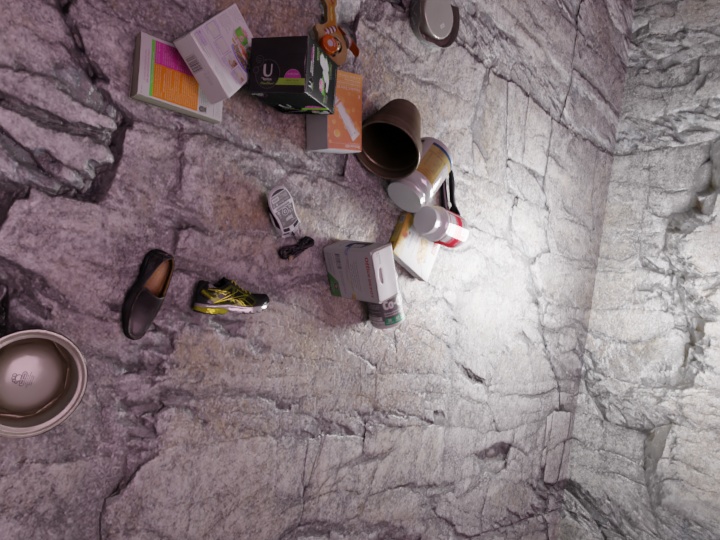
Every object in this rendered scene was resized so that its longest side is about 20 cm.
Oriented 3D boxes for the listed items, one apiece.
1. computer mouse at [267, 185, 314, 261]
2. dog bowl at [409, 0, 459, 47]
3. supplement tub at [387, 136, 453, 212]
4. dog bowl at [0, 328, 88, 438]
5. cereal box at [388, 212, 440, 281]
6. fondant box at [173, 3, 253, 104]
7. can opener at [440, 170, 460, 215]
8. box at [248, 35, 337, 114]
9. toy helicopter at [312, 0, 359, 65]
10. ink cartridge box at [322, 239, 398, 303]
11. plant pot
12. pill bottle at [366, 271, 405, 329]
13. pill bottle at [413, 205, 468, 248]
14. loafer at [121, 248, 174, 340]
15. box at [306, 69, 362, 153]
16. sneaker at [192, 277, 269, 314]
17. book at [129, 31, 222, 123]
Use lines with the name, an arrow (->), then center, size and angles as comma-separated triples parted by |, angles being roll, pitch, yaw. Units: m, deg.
computer mouse -> -0.194, -0.129, 1.402 | 0.109, 0.044, 0.203 | -36, 124, -29
dog bowl -> 0.233, -0.806, 1.702 | 0.198, 0.058, 0.204 | -7, 100, -42
supplement tub -> 0.184, -0.295, 1.662 | 0.201, 0.143, 0.145 | -54, 127, -23
dog bowl -> -0.629, 0.204, 1.013 | 0.198, 0.073, 0.205 | -7, 101, -42
cereal box -> 0.175, -0.073, 1.751 | 0.199, 0.039, 0.146 | 37, 68, -39
fondant box -> -0.304, -0.483, 1.196 | 0.146, 0.057, 0.201 | 61, 36, -30
can opener -> 0.302, -0.244, 1.847 | 0.062, 0.079, 0.204 | -12, 103, -1
box -> -0.154, -0.455, 1.273 | 0.200, 0.146, 0.127 | -5, 99, -74
toy helicopter -> -0.070, -0.642, 1.433 | 0.130, 0.078, 0.204 | 0, 83, -36
ink cartridge box -> 0.000, 0.000, 1.488 | 0.087, 0.198, 0.148 | -23, 110, -38
plant pot -> 0.099, -0.397, 1.559 | 0.201, 0.197, 0.175 | 53, 45, -33
pill bottle -> 0.065, 0.062, 1.617 | 0.112, 0.112, 0.204 | -28, 113, -37
pill bottle -> 0.258, -0.142, 1.727 | 0.198, 0.111, 0.115 | 13, 86, -51
loafer -> -0.455, 0.053, 1.157 | 0.072, 0.072, 0.204 | 20, 82, -43
box -> -0.071, -0.421, 1.440 | 0.123, 0.097, 0.204 | -6, 100, -42
sneaker -> -0.304, 0.060, 1.297 | 0.198, 0.074, 0.087 | -1, 96, -43
book -> -0.392, -0.417, 1.177 | 0.198, 0.048, 0.137 | 8, 87, -44
